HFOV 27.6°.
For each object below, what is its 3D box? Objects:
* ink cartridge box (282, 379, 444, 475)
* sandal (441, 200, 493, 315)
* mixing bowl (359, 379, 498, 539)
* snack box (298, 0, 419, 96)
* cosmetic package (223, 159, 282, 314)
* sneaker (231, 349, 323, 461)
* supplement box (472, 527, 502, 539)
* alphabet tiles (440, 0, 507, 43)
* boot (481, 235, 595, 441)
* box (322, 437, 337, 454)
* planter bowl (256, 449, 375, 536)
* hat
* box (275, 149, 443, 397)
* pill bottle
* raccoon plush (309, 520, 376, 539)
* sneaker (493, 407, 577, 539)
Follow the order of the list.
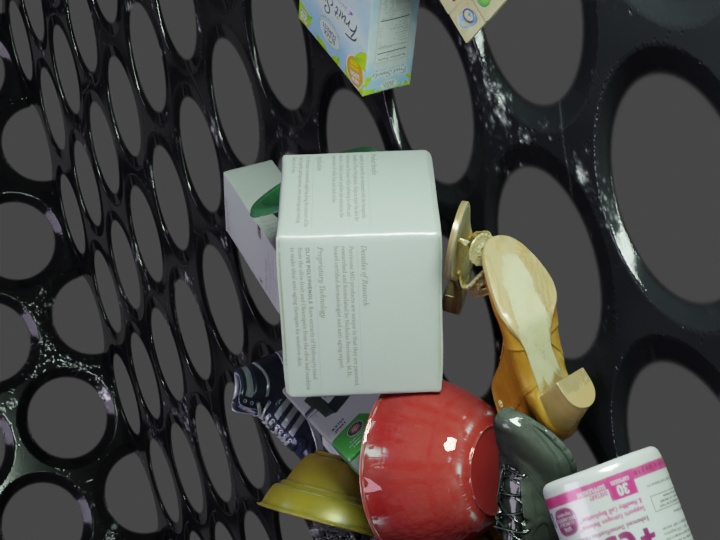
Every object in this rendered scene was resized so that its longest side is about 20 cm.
[{"bbox_3d":[0.014,0.155,1.737,0.083,0.147,0.200,49,173,-32],"label":"ink cartridge box"},{"bbox_3d":[0.126,-0.006,1.507,0.212,0.069,0.078,87,-160,-67],"label":"sandal"},{"bbox_3d":[0.101,0.210,1.570,0.108,0.200,0.202,-1,105,37],"label":"mixing bowl"},{"bbox_3d":[-0.001,-0.320,1.590,0.169,0.067,0.201,53,151,40],"label":"snack box"},{"bbox_3d":[-0.118,-0.050,2.036,0.200,0.081,0.114,51,150,44],"label":"cosmetic package"},{"bbox_3d":[-0.126,0.225,2.198,0.070,0.108,0.201,131,121,-65],"label":"sneaker"},{"bbox_3d":[0.124,0.305,1.694,0.200,0.066,0.069,-145,45,-60],"label":"supplement box"},{"bbox_3d":[0.093,-0.337,1.331,0.167,0.008,0.201,-44,69,47],"label":"alphabet tiles"},{"bbox_3d":[0.155,0.079,1.464,0.202,0.070,0.144,64,156,15],"label":"boot"},{"bbox_3d":[-0.018,0.185,1.986,0.082,0.049,0.202,-137,38,-54],"label":"box"},{"bbox_3d":[-0.022,0.271,1.803,0.200,0.199,0.084,-6,70,68],"label":"planter bowl"},{"bbox_3d":[-0.018,-0.037,1.761,0.165,0.200,0.177,-16,107,32],"label":"hat"},{"bbox_3d":[0.000,0.000,1.577,0.199,0.170,0.201,-92,-1,-61],"label":"box"},{"bbox_3d":[0.247,0.268,1.305,0.201,0.113,0.113,70,158,11],"label":"pill bottle"},{"bbox_3d":[-0.004,0.408,2.054,0.200,0.096,0.135,45,151,51],"label":"raccoon plush"},{"bbox_3d":[0.168,0.223,1.438,0.076,0.091,0.201,21,142,53],"label":"sneaker"}]
